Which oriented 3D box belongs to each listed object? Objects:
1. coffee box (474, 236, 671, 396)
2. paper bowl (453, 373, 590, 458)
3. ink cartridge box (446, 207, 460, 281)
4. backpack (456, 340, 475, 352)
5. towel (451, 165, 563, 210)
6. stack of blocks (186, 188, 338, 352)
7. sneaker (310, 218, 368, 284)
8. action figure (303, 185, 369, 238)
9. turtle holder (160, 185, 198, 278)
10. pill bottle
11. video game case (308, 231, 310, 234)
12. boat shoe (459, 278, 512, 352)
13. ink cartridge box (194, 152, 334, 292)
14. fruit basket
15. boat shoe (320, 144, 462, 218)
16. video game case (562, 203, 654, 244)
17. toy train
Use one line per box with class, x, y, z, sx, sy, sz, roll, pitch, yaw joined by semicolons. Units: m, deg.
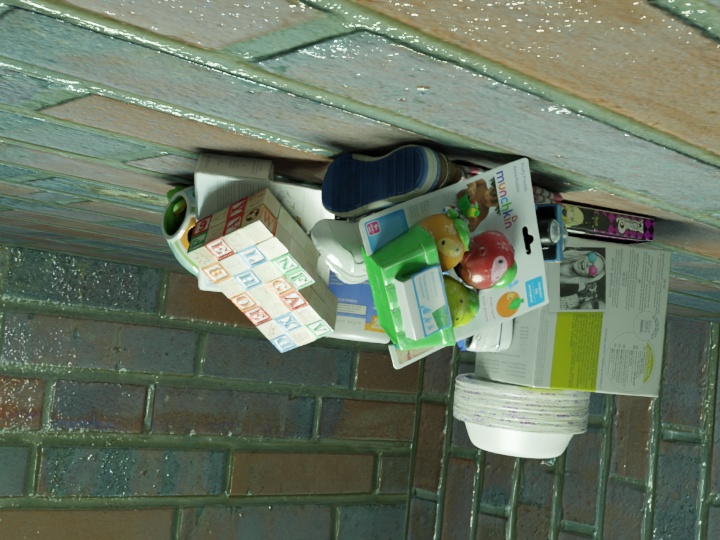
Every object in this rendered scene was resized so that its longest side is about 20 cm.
coffee box;0.292;0.063;1.407;0.195;0.203;0.199;6;178;-17
paper bowl;0.234;0.213;1.479;0.198;0.106;0.201;6;180;0
ink cartridge box;0.103;-0.018;1.448;0.083;0.148;0.200;3;174;25
backpack;0.215;0.048;1.768;0.165;0.203;0.163;5;176;7
towel;0.134;-0.094;1.226;0.198;0.030;0.145;11;173;-41
stack of blocks;-0.107;0.005;1.254;0.114;0.059;0.200;-22;127;25
sneaker;0.029;-0.034;1.128;0.099;0.079;0.199;-41;147;28
action figure;-0.078;-0.070;1.361;0.197;0.103;0.119;8;163;-9
turtle holder;-0.215;-0.071;1.449;0.131;0.187;0.141;23;132;-36
pill bottle;0.000;0.000;1.464;0.110;0.203;0.112;6;176;1
video game case;-0.036;-0.007;1.543;0.197;0.183;0.025;5;176;13
boat shoe;0.166;0.011;1.350;0.065;0.203;0.073;-3;-179;-18
ink cartridge box;-0.120;-0.049;1.276;0.174;0.045;0.201;7;134;0
fruit basket;0.108;-0.003;1.074;0.198;0.187;0.094;-18;-152;-8
boat shoe;0.031;-0.092;1.120;0.072;0.073;0.199;8;175;-37
video game case;0.274;-0.060;1.397;0.179;0.036;0.200;8;175;-21
toy train;0.160;-0.041;1.219;0.198;0.088;0.114;-4;178;35
